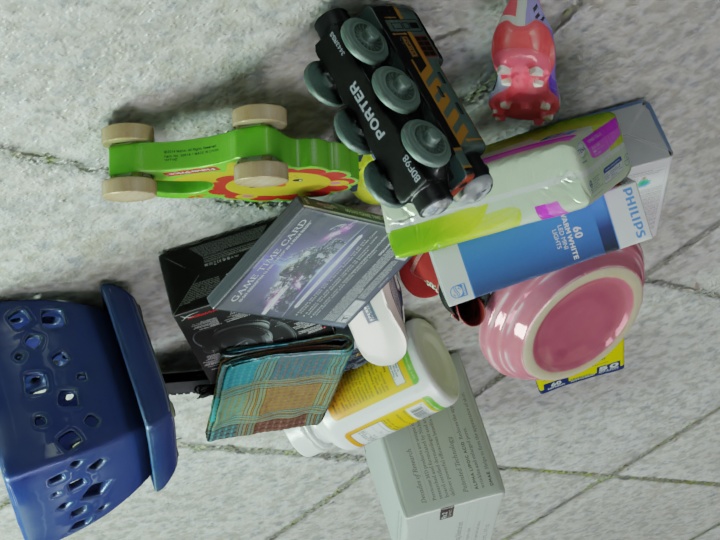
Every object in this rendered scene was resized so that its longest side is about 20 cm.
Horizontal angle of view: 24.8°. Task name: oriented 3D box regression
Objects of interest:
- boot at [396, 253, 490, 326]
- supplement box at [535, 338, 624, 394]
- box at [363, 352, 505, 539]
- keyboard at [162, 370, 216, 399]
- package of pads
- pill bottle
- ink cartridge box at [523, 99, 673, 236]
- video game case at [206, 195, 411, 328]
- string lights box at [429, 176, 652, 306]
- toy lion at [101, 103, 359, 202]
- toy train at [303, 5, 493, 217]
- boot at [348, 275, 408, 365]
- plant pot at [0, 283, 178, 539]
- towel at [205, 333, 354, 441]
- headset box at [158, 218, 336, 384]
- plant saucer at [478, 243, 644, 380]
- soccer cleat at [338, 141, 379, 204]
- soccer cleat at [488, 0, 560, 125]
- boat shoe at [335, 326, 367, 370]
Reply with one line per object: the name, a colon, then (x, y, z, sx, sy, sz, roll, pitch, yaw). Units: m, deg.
boot: (0.088, 0.014, 1.708, 0.072, 0.145, 0.200, -13, 154, -10)
supplement box: (0.237, 0.045, 1.888, 0.108, 0.110, 0.200, -17, 152, 1)
box: (0.086, 0.243, 2.071, 0.130, 0.201, 0.199, -14, 153, -7)
keyboard: (-0.161, 0.128, 1.845, 0.199, 0.021, 0.127, -4, -175, -24)
package of pads: (0.135, -0.080, 1.492, 0.199, 0.068, 0.154, -15, -171, 28)
pill bottle: (0.007, 0.145, 1.942, 0.199, 0.111, 0.111, -26, 151, 19)
ink cartridge box: (0.238, -0.078, 1.693, 0.136, 0.077, 0.200, -15, 151, -4)
video game case: (-0.037, -0.004, 1.587, 0.143, 0.019, 0.200, -47, 147, 23)
string lights box: (0.165, -0.031, 1.547, 0.199, 0.059, 0.103, -19, -172, 1)
toy lion: (-0.108, -0.091, 1.464, 0.199, 0.069, 0.192, -6, 171, 17)
toy train: (0.036, -0.134, 1.357, 0.114, 0.200, 0.085, -11, 154, -44)
boot: (0.000, 0.000, 1.723, 0.072, 0.090, 0.201, -12, 125, 7)
plant pot: (-0.292, 0.141, 1.681, 0.179, 0.201, 0.200, -17, 153, -13)
towel: (-0.091, 0.131, 1.788, 0.146, 0.022, 0.200, -7, 151, -16)
headset box: (-0.111, 0.037, 1.710, 0.148, 0.077, 0.200, -17, 154, 0)
plant saucer: (0.218, 0.042, 1.698, 0.200, 0.051, 0.201, -22, 138, -21)
soccer cleat: (0.018, -0.105, 1.509, 0.064, 0.084, 0.200, -14, 153, -10)
soccer cleat: (0.148, -0.185, 1.466, 0.066, 0.077, 0.200, 6, 170, 8)
boat shoe: (-0.063, 0.091, 1.845, 0.199, 0.071, 0.091, -14, 155, -4)
